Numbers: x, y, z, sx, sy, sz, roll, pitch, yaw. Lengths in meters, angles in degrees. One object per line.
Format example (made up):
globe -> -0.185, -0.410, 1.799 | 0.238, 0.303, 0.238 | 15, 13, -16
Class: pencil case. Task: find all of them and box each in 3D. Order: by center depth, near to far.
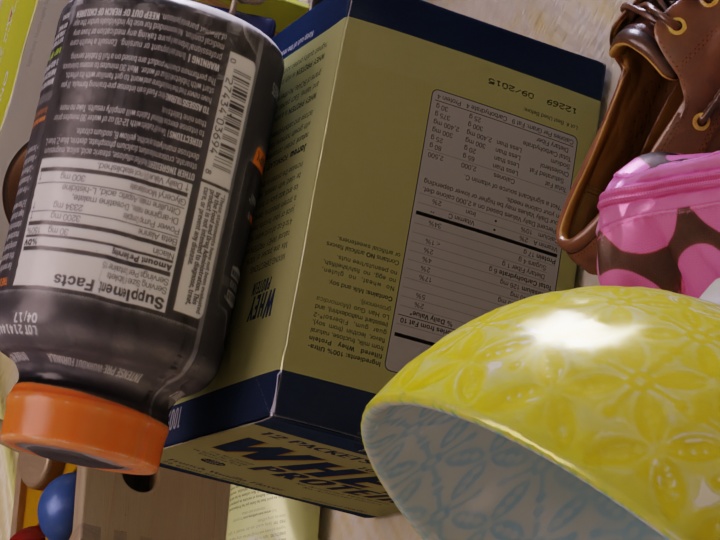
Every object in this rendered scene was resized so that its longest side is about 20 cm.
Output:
pencil case -> 0.147, -0.013, 0.664 | 0.200, 0.093, 0.091 | -17, 58, 67

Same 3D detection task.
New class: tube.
tube -> -0.046, 0.092, 1.160 | 0.058, 0.052, 0.201 | 98, 176, -65

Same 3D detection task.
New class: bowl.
bowl -> 0.108, 0.067, 0.626 | 0.108, 0.200, 0.200 | -50, 14, -18

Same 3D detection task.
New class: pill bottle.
pill bottle -> -0.103, -0.013, 0.912 | 0.106, 0.106, 0.201 | 163, 121, -66

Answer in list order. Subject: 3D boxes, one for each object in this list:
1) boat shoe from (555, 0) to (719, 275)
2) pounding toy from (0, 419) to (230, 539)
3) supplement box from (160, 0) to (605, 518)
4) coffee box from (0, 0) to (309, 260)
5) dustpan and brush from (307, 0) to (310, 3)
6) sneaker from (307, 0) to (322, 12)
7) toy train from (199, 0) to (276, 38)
boat shoe -> 0.133, -0.085, 0.789 | 0.072, 0.067, 0.201 | -139, 67, -68
pounding toy -> -0.180, 0.141, 1.336 | 0.184, 0.141, 0.201 | -52, 30, 45
supplement box -> 0.000, 0.000, 0.979 | 0.200, 0.134, 0.201 | 156, 127, -64
coffee box -> -0.139, -0.099, 1.309 | 0.200, 0.197, 0.201 | -139, 66, -71
dustpan and brush -> -0.010, -0.268, 1.303 | 0.140, 0.057, 0.201 | -145, 71, -69
sneaker -> -0.012, -0.087, 1.167 | 0.081, 0.073, 0.201 | 135, 146, -59
toy train -> -0.078, -0.105, 1.128 | 0.116, 0.084, 0.201 | -83, 5, -62
